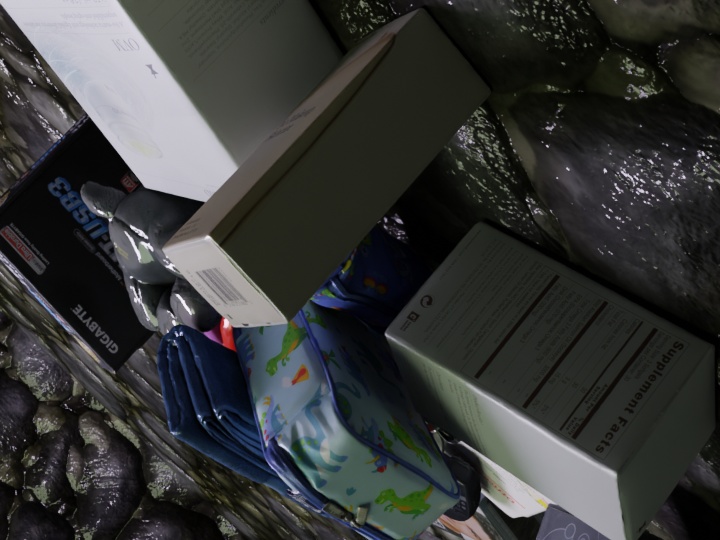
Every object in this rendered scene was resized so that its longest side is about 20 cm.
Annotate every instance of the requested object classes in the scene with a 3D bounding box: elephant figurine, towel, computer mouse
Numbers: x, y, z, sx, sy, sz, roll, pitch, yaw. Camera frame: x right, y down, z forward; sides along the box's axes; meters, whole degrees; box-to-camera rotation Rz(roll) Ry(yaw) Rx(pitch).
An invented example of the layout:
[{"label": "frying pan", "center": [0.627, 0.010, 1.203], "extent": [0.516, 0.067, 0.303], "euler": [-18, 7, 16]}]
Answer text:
[{"label": "elephant figurine", "center": [-0.102, -0.030, 1.061], "extent": [0.140, 0.199, 0.158], "euler": [11, 123, 46]}, {"label": "towel", "center": [-0.074, 0.120, 0.995], "extent": [0.199, 0.048, 0.112], "euler": [36, -159, -41]}, {"label": "computer mouse", "center": [0.075, 0.153, 1.088], "extent": [0.058, 0.034, 0.202], "euler": [21, 146, 25]}]

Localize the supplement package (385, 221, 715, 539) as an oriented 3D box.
[{"label": "supplement package", "center": [0.135, 0.078, 0.884], "extent": [0.199, 0.118, 0.118], "euler": [31, 158, 31]}]

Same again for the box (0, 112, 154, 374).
[{"label": "box", "center": [-0.245, -0.039, 1.243], "extent": [0.201, 0.199, 0.049], "euler": [52, 158, -24]}]

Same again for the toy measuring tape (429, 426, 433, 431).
[{"label": "toy measuring tape", "center": [0.041, 0.144, 1.224], "extent": [0.073, 0.074, 0.200], "euler": [41, -177, 1]}]

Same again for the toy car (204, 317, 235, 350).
[{"label": "toy car", "center": [-0.099, 0.044, 1.171], "extent": [0.199, 0.175, 0.151], "euler": [24, 152, 42]}]

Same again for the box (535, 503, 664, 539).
[{"label": "box", "center": [0.235, 0.288, 1.032], "extent": [0.198, 0.124, 0.106], "euler": [28, 166, -24]}]

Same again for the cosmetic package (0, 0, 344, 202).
[{"label": "cosmetic package", "center": [-0.128, -0.159, 0.896], "extent": [0.198, 0.123, 0.201], "euler": [15, 148, 52]}]

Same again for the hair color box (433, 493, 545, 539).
[{"label": "hair color box", "center": [0.105, 0.237, 1.351], "extent": [0.099, 0.061, 0.199], "euler": [52, 157, -26]}]

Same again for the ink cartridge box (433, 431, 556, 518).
[{"label": "ink cartridge box", "center": [0.138, 0.147, 1.093], "extent": [0.116, 0.068, 0.200], "euler": [41, 159, 2]}]

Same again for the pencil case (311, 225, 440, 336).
[{"label": "pencil case", "center": [0.000, 0.000, 0.945], "extent": [0.087, 0.078, 0.200], "euler": [51, -170, 27]}]

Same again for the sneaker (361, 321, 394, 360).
[{"label": "sneaker", "center": [0.000, 0.113, 1.108], "extent": [0.076, 0.080, 0.204], "euler": [31, 120, 60]}]

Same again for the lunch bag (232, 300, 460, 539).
[{"label": "lunch bag", "center": [-0.012, 0.107, 0.950], "extent": [0.160, 0.082, 0.201], "euler": [37, -163, -38]}]

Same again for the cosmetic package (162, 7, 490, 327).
[{"label": "cosmetic package", "center": [-0.021, -0.061, 0.776], "extent": [0.073, 0.201, 0.103], "euler": [46, 159, -15]}]
